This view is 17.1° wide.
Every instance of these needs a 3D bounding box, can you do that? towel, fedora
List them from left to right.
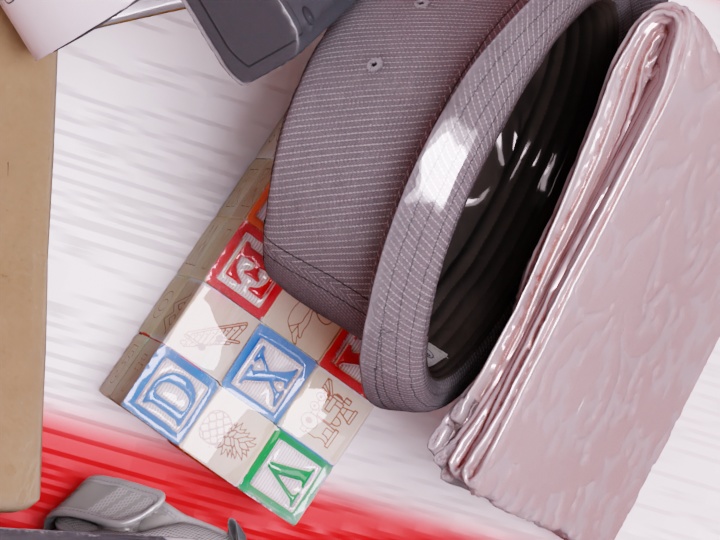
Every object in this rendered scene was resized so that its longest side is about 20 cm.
[{"bbox_3d":[0.028,-0.046,0.876,0.090,0.177,0.200,25,59,18],"label":"fedora"},{"bbox_3d":[0.103,0.011,0.938,0.032,0.200,0.192,26,86,24],"label":"towel"}]

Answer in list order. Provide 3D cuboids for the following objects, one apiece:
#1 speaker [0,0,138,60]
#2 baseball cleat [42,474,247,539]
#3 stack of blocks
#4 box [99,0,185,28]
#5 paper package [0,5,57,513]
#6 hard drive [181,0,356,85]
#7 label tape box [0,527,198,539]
[{"bbox_3d":[-0.128,-0.174,0.816,0.081,0.081,0.201,-33,100,-11],"label":"speaker"},{"bbox_3d":[-0.137,0.138,0.933,0.198,0.107,0.070,-8,133,8],"label":"baseball cleat"},{"bbox_3d":[0.000,0.000,0.963,0.115,0.059,0.201,36,83,-14],"label":"stack of blocks"},{"bbox_3d":[-0.058,-0.167,0.951,0.198,0.041,0.120,-13,96,-12],"label":"box"},{"bbox_3d":[-0.208,-0.011,0.852,0.190,0.103,0.202,2,87,-35],"label":"paper package"},{"bbox_3d":[-0.035,-0.159,0.847,0.033,0.200,0.140,-27,101,26],"label":"hard drive"},{"bbox_3d":[-0.153,0.161,0.795,0.199,0.063,0.145,6,69,-24],"label":"label tape box"}]
